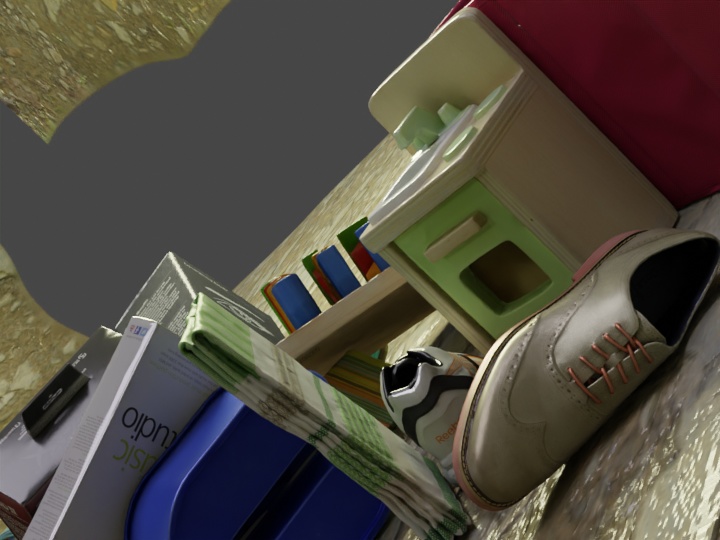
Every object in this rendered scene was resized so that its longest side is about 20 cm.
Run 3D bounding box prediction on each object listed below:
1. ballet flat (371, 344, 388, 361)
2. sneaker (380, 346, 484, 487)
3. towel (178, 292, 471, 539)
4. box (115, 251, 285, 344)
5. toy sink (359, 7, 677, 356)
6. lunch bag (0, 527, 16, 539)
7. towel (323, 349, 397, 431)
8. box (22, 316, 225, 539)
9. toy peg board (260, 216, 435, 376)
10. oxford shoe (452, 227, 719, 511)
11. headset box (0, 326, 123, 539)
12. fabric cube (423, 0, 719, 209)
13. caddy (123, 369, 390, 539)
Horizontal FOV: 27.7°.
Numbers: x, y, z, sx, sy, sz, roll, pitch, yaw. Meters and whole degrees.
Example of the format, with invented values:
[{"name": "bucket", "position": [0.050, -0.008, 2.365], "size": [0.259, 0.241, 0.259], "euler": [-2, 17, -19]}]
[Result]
[{"name": "ballet flat", "position": [-0.046, 0.124, 1.344], "size": [0.200, 0.071, 0.071], "euler": [-44, 8, 10]}, {"name": "sneaker", "position": [0.052, 0.077, 0.973], "size": [0.074, 0.080, 0.200], "euler": [-47, 7, 1]}, {"name": "towel", "position": [-0.027, 0.091, 0.892], "size": [0.031, 0.199, 0.149], "euler": [-53, 8, 1]}, {"name": "box", "position": [-0.146, 0.089, 1.470], "size": [0.105, 0.147, 0.200], "euler": [-53, 27, 5]}, {"name": "toy sink", "position": [0.085, -0.047, 0.962], "size": [0.130, 0.200, 0.112], "euler": [-36, 13, 48]}, {"name": "lunch bag", "position": [-0.254, 0.268, 1.360], "size": [0.200, 0.160, 0.077], "euler": [-36, 13, 50]}, {"name": "towel", "position": [-0.035, 0.140, 1.111], "size": [0.085, 0.018, 0.200], "euler": [19, 51, 36]}, {"name": "box", "position": [-0.143, 0.154, 1.013], "size": [0.036, 0.144, 0.202], "euler": [11, 71, 47]}, {"name": "toy peg board", "position": [0.000, 0.000, 1.197], "size": [0.199, 0.098, 0.199], "euler": [-34, -12, -6]}, {"name": "oxford shoe", "position": [0.123, 0.045, 0.787], "size": [0.200, 0.071, 0.074], "euler": [-51, 12, -23]}, {"name": "headset box", "position": [-0.184, 0.152, 1.069], "size": [0.075, 0.201, 0.149], "euler": [18, 56, 38]}, {"name": "fabric cube", "position": [0.201, -0.178, 0.984], "size": [0.197, 0.199, 0.200], "euler": [-52, 9, -26]}, {"name": "caddy", "position": [-0.069, 0.159, 0.993], "size": [0.200, 0.141, 0.105], "euler": [-50, 14, -25]}]
